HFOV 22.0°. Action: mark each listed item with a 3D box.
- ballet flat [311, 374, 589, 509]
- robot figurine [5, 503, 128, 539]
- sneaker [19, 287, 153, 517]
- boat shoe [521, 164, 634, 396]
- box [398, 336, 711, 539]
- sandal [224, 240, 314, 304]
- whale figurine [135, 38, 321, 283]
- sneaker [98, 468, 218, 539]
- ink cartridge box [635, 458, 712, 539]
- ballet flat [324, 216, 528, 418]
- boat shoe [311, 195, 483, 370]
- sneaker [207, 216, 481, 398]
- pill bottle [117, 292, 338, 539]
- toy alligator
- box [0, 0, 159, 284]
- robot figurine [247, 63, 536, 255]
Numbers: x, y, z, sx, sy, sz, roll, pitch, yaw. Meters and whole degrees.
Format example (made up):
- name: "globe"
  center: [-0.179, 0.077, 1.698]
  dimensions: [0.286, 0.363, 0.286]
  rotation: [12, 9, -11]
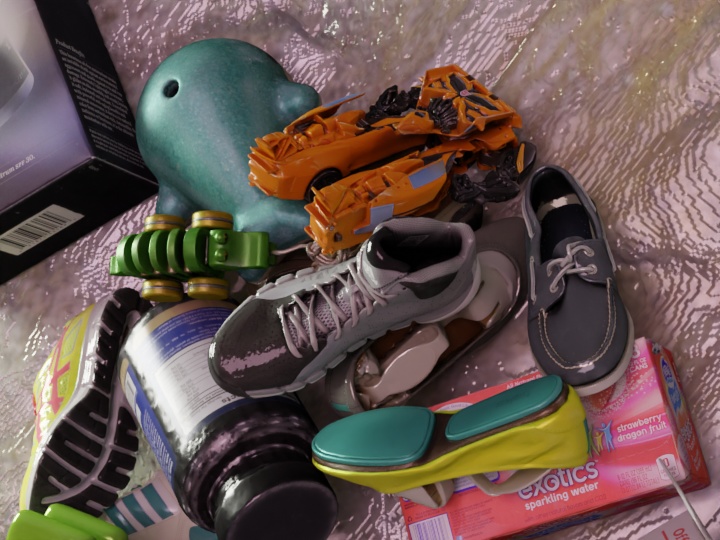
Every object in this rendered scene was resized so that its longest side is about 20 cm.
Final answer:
- name: "ballet flat"
  center: [0.060, 0.122, 1.218]
  dimensions: [0.198, 0.067, 0.067]
  rotation: [-15, 117, 29]
- name: "robot figurine"
  center: [-0.227, 0.272, 1.317]
  dimensions: [0.115, 0.175, 0.202]
  rotation: [18, 95, 20]
- name: "sneaker"
  center: [-0.217, 0.113, 1.416]
  dimensions: [0.090, 0.078, 0.202]
  rotation: [-12, 49, 43]
- name: "boat shoe"
  center: [0.138, 0.003, 1.253]
  dimensions: [0.072, 0.062, 0.201]
  rotation: [-17, 36, 14]
- name: "box"
  center: [0.127, 0.126, 1.278]
  dimensions: [0.198, 0.095, 0.104]
  rotation: [-20, 75, 17]
- name: "sandal"
  center: [-0.041, 0.015, 1.382]
  dimensions: [0.200, 0.057, 0.080]
  rotation: [29, 93, 23]
- name: "whale figurine"
  center: [-0.099, -0.088, 1.377]
  dimensions: [0.159, 0.104, 0.201]
  rotation: [-36, 51, 14]
- name: "sneaker"
  center: [-0.153, 0.187, 1.405]
  dimensions: [0.198, 0.070, 0.094]
  rotation: [-5, 60, 24]
- name: "ink cartridge box"
  center: [0.219, 0.231, 1.164]
  dimensions: [0.067, 0.115, 0.201]
  rotation: [-30, 104, 5]
- name: "ballet flat"
  center: [0.062, 0.038, 1.302]
  dimensions: [0.200, 0.064, 0.068]
  rotation: [-40, 104, -13]
- name: "boat shoe"
  center: [0.000, 0.000, 1.332]
  dimensions: [0.200, 0.076, 0.074]
  rotation: [-39, 71, -23]
- name: "sneaker"
  center: [-0.012, 0.012, 1.216]
  dimensions: [0.198, 0.116, 0.076]
  rotation: [-25, 74, -9]
- name: "pill bottle"
  center: [-0.093, 0.115, 1.324]
  dimensions: [0.112, 0.112, 0.201]
  rotation: [-44, 46, 10]
- name: "toy alligator"
  center: [-0.106, -0.013, 1.306]
  dimensions: [0.198, 0.054, 0.060]
  rotation: [-3, 79, 29]
- name: "box"
  center: [-0.294, -0.115, 1.471]
  dimensions: [0.199, 0.123, 0.200]
  rotation: [-29, 71, 15]
- name: "robot figurine"
  center: [0.029, -0.085, 1.311]
  dimensions: [0.199, 0.059, 0.145]
  rotation: [-26, 48, -28]
